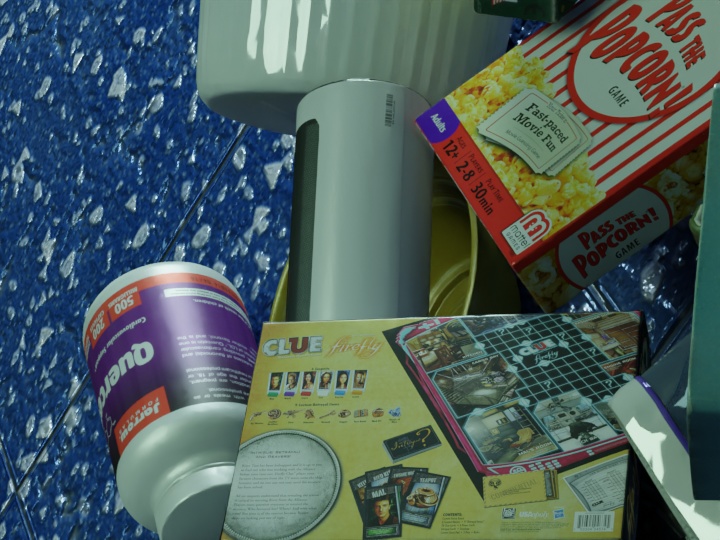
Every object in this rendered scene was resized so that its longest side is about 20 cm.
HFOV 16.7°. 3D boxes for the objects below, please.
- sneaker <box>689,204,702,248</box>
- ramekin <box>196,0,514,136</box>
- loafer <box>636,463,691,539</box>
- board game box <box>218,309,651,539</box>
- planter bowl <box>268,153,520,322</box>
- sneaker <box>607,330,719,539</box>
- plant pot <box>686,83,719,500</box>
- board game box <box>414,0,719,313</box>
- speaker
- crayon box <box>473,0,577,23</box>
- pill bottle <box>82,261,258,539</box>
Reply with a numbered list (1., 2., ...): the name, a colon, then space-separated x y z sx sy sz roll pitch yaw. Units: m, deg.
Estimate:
1. sneaker: 0.191 0.000 1.208 0.067 0.090 0.200 22 92 57
2. ramekin: -0.005 -0.137 1.485 0.200 0.200 0.098 -2 79 56
3. loafer: 0.147 0.114 1.232 0.201 0.070 0.068 44 138 39
4. board game box: 0.039 0.085 1.213 0.200 0.035 0.136 -2 53 16
5. planter bowl: 0.034 0.030 1.431 0.200 0.083 0.201 -33 47 44
6. sneaker: 0.223 0.096 1.121 0.146 0.081 0.200 -33 74 0
7. plant pot: 0.242 0.020 1.018 0.200 0.141 0.141 4 70 11
8. board game box: 0.143 -0.087 1.297 0.200 0.046 0.152 -36 39 4
9. speaker: 0.000 0.000 1.347 0.081 0.081 0.200 -27 52 47
10. crayon box: 0.120 -0.234 1.365 0.051 0.200 0.127 9 122 21
11. pill bottle: -0.111 0.094 1.584 0.112 0.112 0.200 -52 36 26
